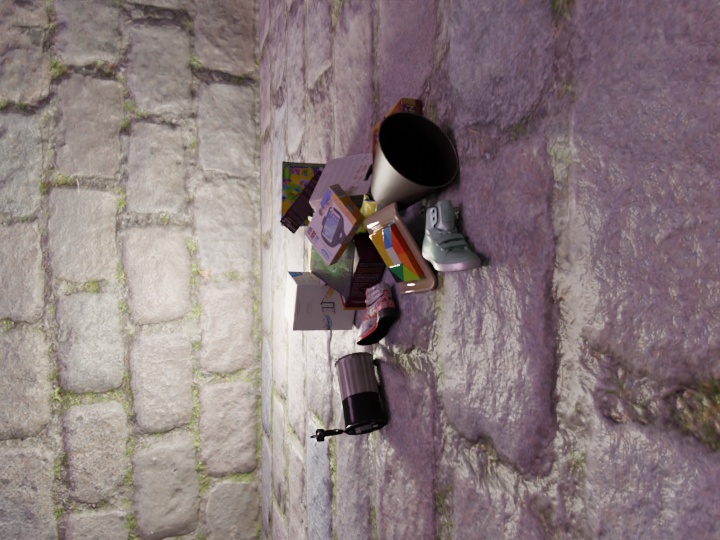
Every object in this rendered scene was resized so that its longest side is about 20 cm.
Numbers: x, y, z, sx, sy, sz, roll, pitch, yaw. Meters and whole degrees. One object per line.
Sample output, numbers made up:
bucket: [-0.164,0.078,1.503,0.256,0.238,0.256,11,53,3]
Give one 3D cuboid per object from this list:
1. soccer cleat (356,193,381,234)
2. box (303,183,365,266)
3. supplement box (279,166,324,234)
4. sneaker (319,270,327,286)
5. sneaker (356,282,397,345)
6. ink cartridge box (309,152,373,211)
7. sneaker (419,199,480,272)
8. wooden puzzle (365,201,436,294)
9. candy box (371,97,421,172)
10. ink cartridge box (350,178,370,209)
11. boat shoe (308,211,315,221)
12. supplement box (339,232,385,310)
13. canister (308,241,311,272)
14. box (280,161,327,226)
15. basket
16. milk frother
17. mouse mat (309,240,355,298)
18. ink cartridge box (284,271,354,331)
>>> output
soccer cleat: [0.027,-0.155,1.373,0.084,0.065,0.198,48,143,-12]
box: [-0.076,-0.108,1.415,0.120,0.041,0.202,50,131,17]
supplement box: [-0.157,-0.210,1.614,0.202,0.060,0.109,-53,10,3]
sneaker: [-0.068,-0.005,1.641,0.201,0.108,0.080,-97,15,-70]
sneaker: [0.036,0.114,1.433,0.202,0.065,0.111,123,142,-52]
ink cartridge box: [-0.030,-0.239,1.457,0.195,0.050,0.164,-1,53,33]
sneaker: [0.166,-0.069,1.036,0.200,0.071,0.123,-140,46,-68]
wooden puzzle: [0.082,-0.041,1.233,0.204,0.037,0.184,63,160,-4]
candy box: [0.084,-0.314,1.299,0.199,0.055,0.121,159,110,-68]
ink cartridge box: [-0.019,-0.208,1.575,0.116,0.064,0.206,122,142,-57]
boat shoe: [-0.107,-0.154,1.579,0.074,0.060,0.200,49,167,-2]
supplement box: [0.000,0.000,1.498,0.203,0.083,0.112,108,154,-42]
canister: [-0.135,-0.088,1.882,0.148,0.084,0.208,-175,83,-70]
box: [-0.154,-0.238,1.730,0.122,0.193,0.200,-136,49,-81]
basket: [0.093,-0.213,1.151,0.138,0.178,0.200,-56,3,-18]
milk frother: [-0.047,0.353,1.484,0.182,0.193,0.193,112,150,-54]
mouse mat: [-0.081,-0.034,1.494,0.198,0.007,0.166,33,124,45]
ink cartridge box: [-0.126,0.093,1.694,0.147,0.193,0.150,-141,56,-65]
